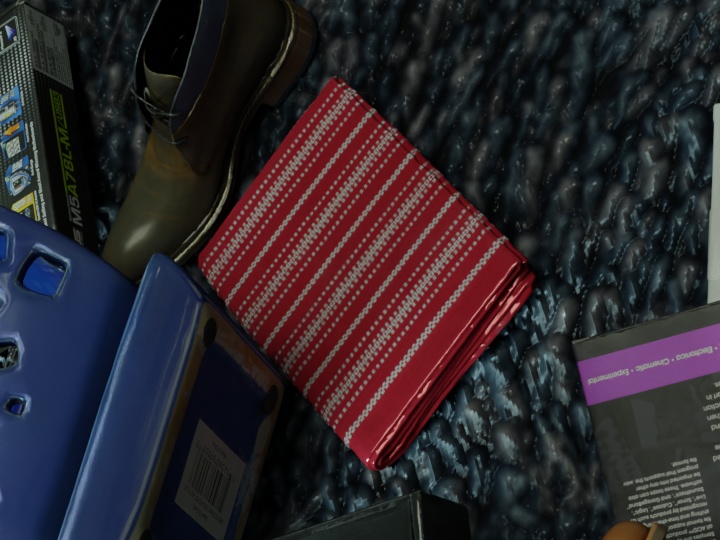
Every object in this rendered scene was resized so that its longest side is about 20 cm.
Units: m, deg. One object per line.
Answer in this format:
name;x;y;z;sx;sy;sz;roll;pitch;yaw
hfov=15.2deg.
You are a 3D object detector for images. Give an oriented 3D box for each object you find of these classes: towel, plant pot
towel;0.000;0.000;1.496;0.145;0.022;0.200;-52;49;11
plant pot;-0.157;0.090;1.453;0.179;0.200;0.201;10;71;21

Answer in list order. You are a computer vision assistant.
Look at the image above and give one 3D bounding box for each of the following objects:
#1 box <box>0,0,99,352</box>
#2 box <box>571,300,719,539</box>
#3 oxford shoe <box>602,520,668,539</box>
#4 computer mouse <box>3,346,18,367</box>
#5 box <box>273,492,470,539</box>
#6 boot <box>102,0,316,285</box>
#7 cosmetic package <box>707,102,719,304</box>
box;-0.250;-0.036;1.666;0.193;0.047;0.201;-29;56;27
box;0.188;0.113;1.269;0.142;0.036;0.201;-16;82;31
oxford shoe;0.077;0.181;1.272;0.071;0.071;0.200;35;124;2
computer mouse;-0.210;0.129;1.592;0.058;0.034;0.201;-9;67;34
box;-0.028;0.224;1.278;0.199;0.047;0.194;-21;65;34
boot;-0.113;-0.084;1.562;0.075;0.097;0.201;32;92;39
cosmetic package;0.264;-0.018;1.291;0.199;0.052;0.152;-7;71;34
